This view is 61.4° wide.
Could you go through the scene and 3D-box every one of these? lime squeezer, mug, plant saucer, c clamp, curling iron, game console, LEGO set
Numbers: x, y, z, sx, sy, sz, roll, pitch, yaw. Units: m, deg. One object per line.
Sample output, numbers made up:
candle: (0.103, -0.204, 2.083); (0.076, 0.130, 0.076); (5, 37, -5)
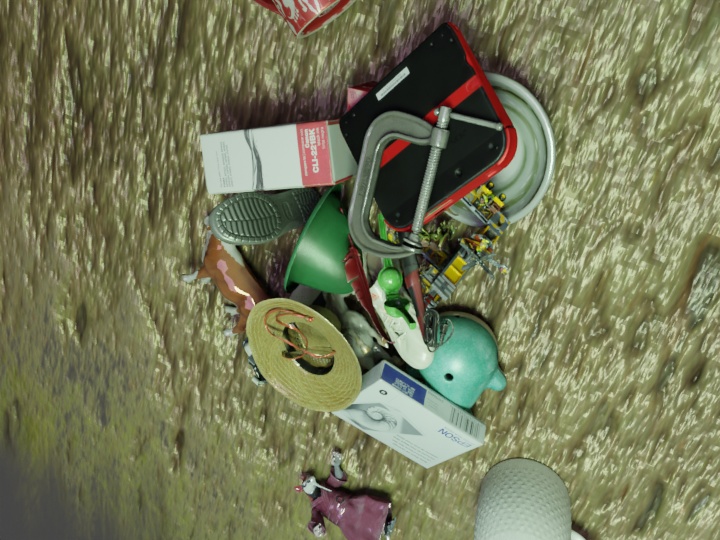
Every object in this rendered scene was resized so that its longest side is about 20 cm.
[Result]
lime squeezer: (0.042, 0.016, 0.821); (0.037, 0.203, 0.071); (-16, 138, 4)
mug: (0.266, 0.411, 0.910); (0.196, 0.175, 0.151); (24, 115, 10)
mug: (-0.097, -0.425, 0.807); (0.132, 0.177, 0.203); (-35, 100, -11)
plant saucer: (0.167, -0.161, 0.808); (0.196, 0.050, 0.205); (16, 120, 30)
c clamp: (0.058, -0.102, 0.721); (0.169, 0.027, 0.205); (29, 111, 29)
curling iron: (0.075, 0.003, 0.777); (0.049, 0.025, 0.205); (-29, 68, 39)
game console: (0.076, -0.163, 0.735); (0.198, 0.031, 0.180); (-34, 76, 33)
LEGO set: (0.101, -0.034, 0.813); (0.154, 0.116, 0.199); (48, 146, -4)

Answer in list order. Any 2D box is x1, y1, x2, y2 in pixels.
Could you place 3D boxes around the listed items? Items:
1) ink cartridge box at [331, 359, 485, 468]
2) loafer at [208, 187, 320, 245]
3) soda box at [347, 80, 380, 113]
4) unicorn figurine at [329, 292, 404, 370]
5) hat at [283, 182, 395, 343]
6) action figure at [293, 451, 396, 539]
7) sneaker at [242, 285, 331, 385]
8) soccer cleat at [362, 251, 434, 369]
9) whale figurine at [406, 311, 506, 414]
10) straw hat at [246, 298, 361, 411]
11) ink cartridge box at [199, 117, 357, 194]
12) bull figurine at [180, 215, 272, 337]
ink cartridge box: (0.057, 0.236, 0.934); (0.197, 0.041, 0.200); (33, 138, -13)
loafer: (-0.142, -0.074, 0.889); (0.069, 0.197, 0.077); (-19, 87, 44)
soda box: (0.077, -0.192, 0.785); (0.196, 0.063, 0.072); (20, 122, 27)
unicorn figurine: (0.003, 0.097, 0.937); (0.137, 0.072, 0.205); (35, 142, 53)
hat: (0.000, 0.000, 0.854); (0.173, 0.203, 0.166); (26, 156, 5)
action figure: (-0.029, 0.420, 1.080); (0.196, 0.136, 0.150); (24, 158, 23)
sneaker: (-0.123, 0.102, 0.963); (0.079, 0.129, 0.202); (38, 119, 18)
soccer cleat: (0.046, 0.049, 0.876); (0.069, 0.077, 0.204); (-36, 61, 30)
whale figurine: (0.140, 0.167, 0.913); (0.155, 0.104, 0.206); (7, 113, 16)
straw hat: (-0.068, 0.102, 0.895); (0.196, 0.085, 0.205); (13, 127, 18)
ink cartridge box: (-0.107, -0.165, 0.864); (0.194, 0.144, 0.086); (-2, 104, 19)
bull figurine: (-0.223, 0.011, 1.011); (0.120, 0.065, 0.202); (-32, 93, 29)
